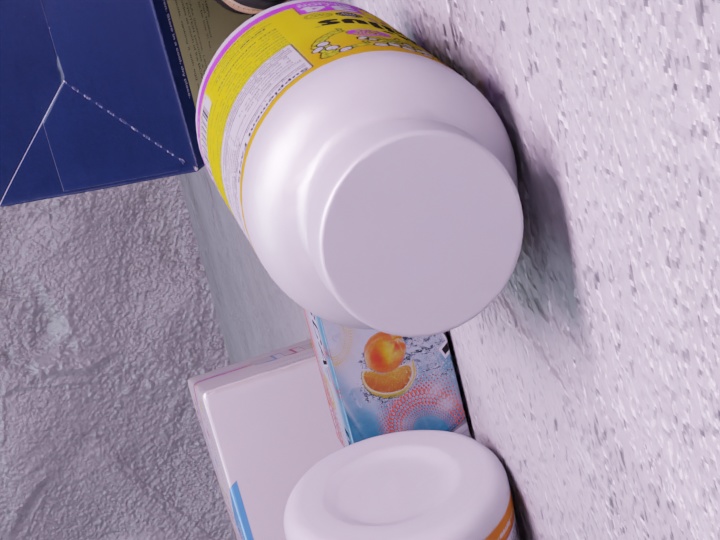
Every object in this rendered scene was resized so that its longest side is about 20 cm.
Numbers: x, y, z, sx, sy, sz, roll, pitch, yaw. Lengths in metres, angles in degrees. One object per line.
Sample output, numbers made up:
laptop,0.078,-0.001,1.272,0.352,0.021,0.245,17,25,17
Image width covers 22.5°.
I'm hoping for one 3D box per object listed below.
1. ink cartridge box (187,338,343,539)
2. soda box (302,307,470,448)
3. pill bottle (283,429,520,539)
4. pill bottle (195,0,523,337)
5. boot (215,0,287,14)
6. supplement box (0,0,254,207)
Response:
ink cartridge box,-0.032,0.115,1.160,0.200,0.125,0.129,173,80,-81
soda box,0.000,0.000,0.929,0.068,0.063,0.201,-129,23,-70
pill bottle,0.035,0.190,0.903,0.112,0.112,0.201,-123,18,-64
pill bottle,-0.001,-0.041,0.703,0.200,0.104,0.105,-128,22,-68
boot,-0.069,-0.234,0.944,0.201,0.077,0.138,63,169,-12
supplement box,-0.151,-0.170,1.107,0.200,0.134,0.201,-54,-47,-65
